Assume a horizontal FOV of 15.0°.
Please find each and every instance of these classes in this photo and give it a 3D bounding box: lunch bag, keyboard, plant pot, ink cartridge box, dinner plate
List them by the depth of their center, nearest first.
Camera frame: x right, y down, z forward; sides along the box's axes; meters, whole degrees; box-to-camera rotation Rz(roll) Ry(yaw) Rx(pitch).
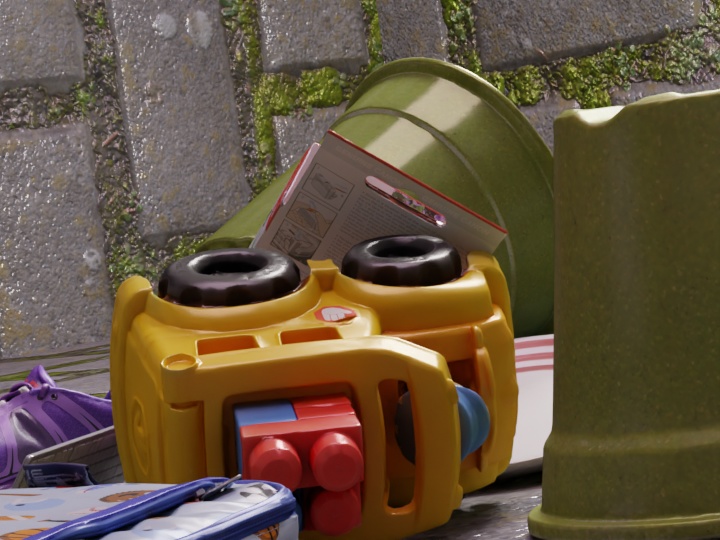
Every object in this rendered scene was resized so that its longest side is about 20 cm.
[{"bbox_3d":[-0.109,0.116,0.966,0.159,0.076,0.200,-5,4,24],"label":"lunch bag"},{"bbox_3d":[0.161,0.012,1.209,0.199,0.186,0.200,-8,2,0],"label":"plant pot"},{"bbox_3d":[0.003,-0.008,1.425,0.108,0.051,0.200,29,-38,-3],"label":"ink cartridge box"},{"bbox_3d":[0.079,0.079,1.498,0.199,0.024,0.200,-10,18,3],"label":"dinner plate"},{"bbox_3d":[-0.162,0.117,1.554,0.011,0.057,0.200,33,11,10],"label":"keyboard"},{"bbox_3d":[0.000,0.000,1.647,0.199,0.201,0.190,-6,20,48],"label":"plant pot"}]

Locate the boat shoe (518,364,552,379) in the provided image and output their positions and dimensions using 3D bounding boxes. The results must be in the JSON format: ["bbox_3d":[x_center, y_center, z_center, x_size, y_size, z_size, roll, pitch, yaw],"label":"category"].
[{"bbox_3d":[0.090,0.071,1.604,0.199,0.064,0.073,-8,2,10],"label":"boat shoe"}]

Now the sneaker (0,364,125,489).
[{"bbox_3d":[-0.213,0.104,1.663,0.199,0.084,0.080,-11,2,-32],"label":"sneaker"}]

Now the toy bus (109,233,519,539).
[{"bbox_3d":[-0.009,0.071,1.274,0.198,0.137,0.192,-6,14,-11],"label":"toy bus"}]
